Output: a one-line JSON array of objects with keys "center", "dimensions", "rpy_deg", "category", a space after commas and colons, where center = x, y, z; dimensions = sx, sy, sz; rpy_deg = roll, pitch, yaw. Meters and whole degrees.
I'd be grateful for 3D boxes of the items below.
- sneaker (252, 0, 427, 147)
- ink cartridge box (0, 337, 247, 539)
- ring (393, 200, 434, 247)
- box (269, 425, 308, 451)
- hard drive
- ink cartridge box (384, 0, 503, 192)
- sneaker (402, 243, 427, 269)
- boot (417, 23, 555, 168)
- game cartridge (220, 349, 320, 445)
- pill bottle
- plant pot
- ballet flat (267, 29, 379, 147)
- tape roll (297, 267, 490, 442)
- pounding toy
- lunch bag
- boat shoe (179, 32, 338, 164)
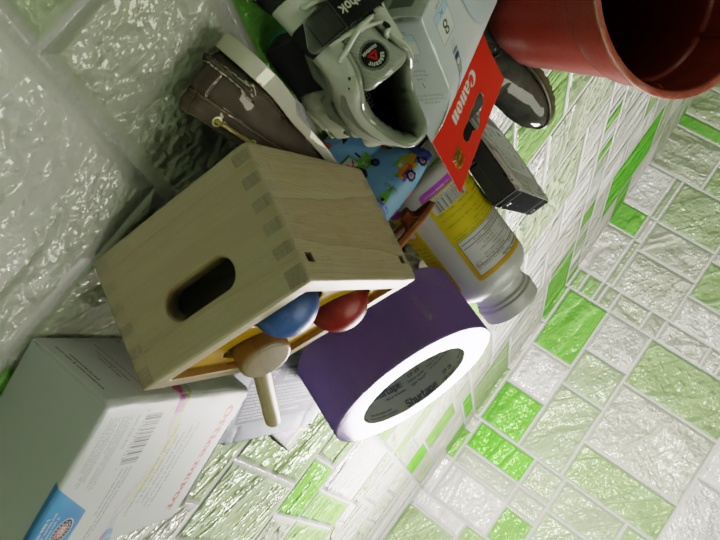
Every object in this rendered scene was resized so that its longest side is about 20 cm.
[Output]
[{"center": [-0.009, -0.162, 0.508], "dimensions": [0.074, 0.088, 0.200], "rpy_deg": [-44, 130, -8], "category": "sneaker"}, {"center": [-0.196, 0.135, 0.617], "dimensions": [0.145, 0.084, 0.200], "rpy_deg": [-58, 159, 6], "category": "ink cartridge box"}, {"center": [0.000, 0.000, 0.781], "dimensions": [0.201, 0.019, 0.200], "rpy_deg": [-48, -177, 4], "category": "ring"}, {"center": [-0.057, 0.134, 1.013], "dimensions": [0.200, 0.036, 0.143], "rpy_deg": [-53, 160, -14], "category": "box"}, {"center": [0.164, -0.138, 0.955], "dimensions": [0.038, 0.140, 0.200], "rpy_deg": [-37, 166, 21], "category": "hard drive"}, {"center": [0.095, -0.192, 0.683], "dimensions": [0.200, 0.047, 0.161], "rpy_deg": [55, 49, -44], "category": "ink cartridge box"}, {"center": [0.064, -0.040, 0.981], "dimensions": [0.201, 0.075, 0.116], "rpy_deg": [-63, 155, -27], "category": "sneaker"}, {"center": [0.107, -0.162, 0.809], "dimensions": [0.182, 0.072, 0.200], "rpy_deg": [48, 63, -26], "category": "boot"}, {"center": [-0.092, 0.118, 0.856], "dimensions": [0.200, 0.041, 0.134], "rpy_deg": [4, 116, -58], "category": "game cartridge"}, {"center": [0.119, -0.035, 0.900], "dimensions": [0.104, 0.200, 0.104], "rpy_deg": [-36, -167, 10], "category": "pill bottle"}, {"center": [0.227, -0.265, 0.717], "dimensions": [0.200, 0.195, 0.202], "rpy_deg": [-7, 107, -24], "category": "plant pot"}, {"center": [-0.001, -0.138, 0.632], "dimensions": [0.200, 0.073, 0.073], "rpy_deg": [3, 119, -60], "category": "ballet flat"}, {"center": [0.037, 0.093, 0.845], "dimensions": [0.199, 0.085, 0.200], "rpy_deg": [-29, 156, -14], "category": "tape roll"}, {"center": [-0.074, 0.029, 0.585], "dimensions": [0.200, 0.143, 0.184], "rpy_deg": [-33, 165, 25], "category": "pounding toy"}, {"center": [-0.023, -0.036, 0.775], "dimensions": [0.151, 0.094, 0.200], "rpy_deg": [-50, 169, -26], "category": "lunch bag"}, {"center": [-0.068, -0.097, 0.584], "dimensions": [0.060, 0.072, 0.200], "rpy_deg": [-48, 157, -2], "category": "boat shoe"}]
